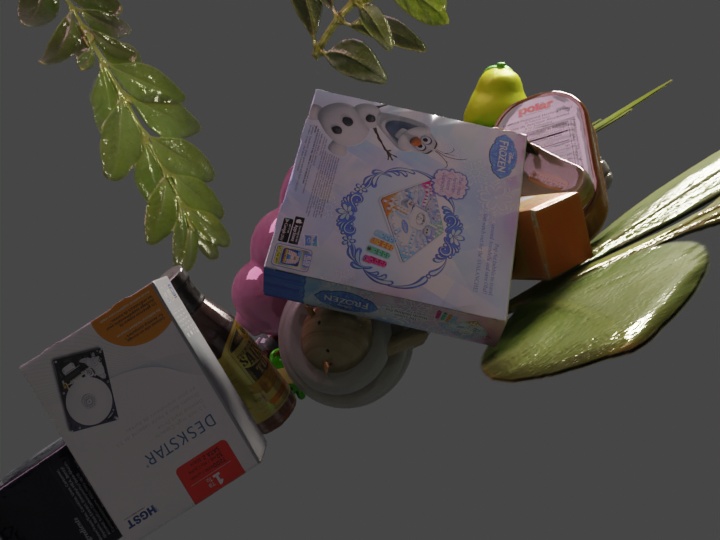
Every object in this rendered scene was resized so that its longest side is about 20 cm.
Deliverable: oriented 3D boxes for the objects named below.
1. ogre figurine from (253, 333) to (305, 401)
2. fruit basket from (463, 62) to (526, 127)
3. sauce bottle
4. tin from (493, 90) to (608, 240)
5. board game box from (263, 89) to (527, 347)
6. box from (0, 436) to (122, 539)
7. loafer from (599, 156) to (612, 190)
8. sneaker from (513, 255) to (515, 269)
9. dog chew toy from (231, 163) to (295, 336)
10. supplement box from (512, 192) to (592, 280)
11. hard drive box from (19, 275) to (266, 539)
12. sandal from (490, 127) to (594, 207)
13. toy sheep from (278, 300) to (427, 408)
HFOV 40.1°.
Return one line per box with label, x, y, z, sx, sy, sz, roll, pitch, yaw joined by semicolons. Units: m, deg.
ogre figurine;-0.100;0.103;1.199;0.120;0.096;0.204;-34;43;60
fruit basket;0.181;-0.169;1.362;0.154;0.218;0.215;-29;4;35
sauce bottle;-0.146;0.084;1.048;0.065;0.201;0.066;-29;24;15
tin;0.193;-0.105;1.020;0.110;0.042;0.203;-12;51;15
board game box;0.035;-0.050;0.834;0.044;0.195;0.203;99;-176;-55
box;-0.306;0.239;1.093;0.199;0.119;0.196;-35;4;-23
loafer;0.215;-0.073;1.175;0.197;0.071;0.070;-27;-5;-23
sneaker;0.039;-0.021;0.897;0.080;0.197;0.076;107;-174;-66
dog chew toy;-0.052;-0.022;0.973;0.201;0.124;0.124;-52;6;-6
supplement box;0.127;-0.032;0.952;0.068;0.068;0.198;-24;13;-33
hard drive box;-0.207;0.133;0.963;0.154;0.202;0.077;-32;4;0
sandal;0.140;-0.108;0.988;0.198;0.054;0.081;21;68;37
toy sheep;-0.010;0.059;0.890;0.136;0.139;0.200;-32;-11;-2
